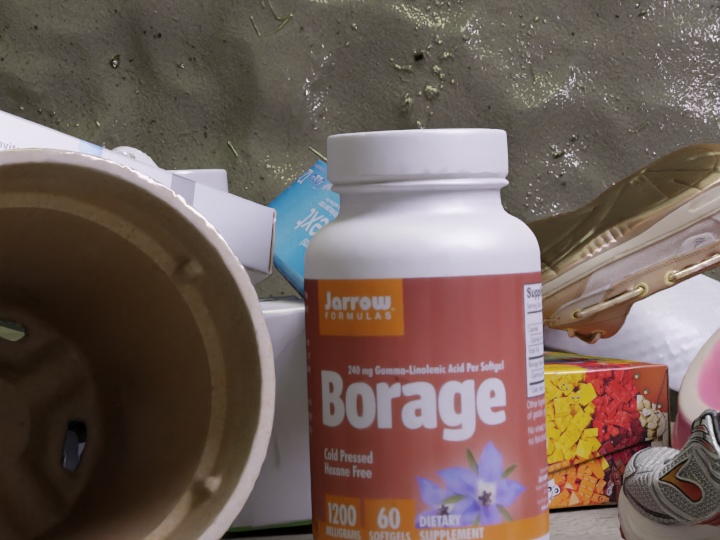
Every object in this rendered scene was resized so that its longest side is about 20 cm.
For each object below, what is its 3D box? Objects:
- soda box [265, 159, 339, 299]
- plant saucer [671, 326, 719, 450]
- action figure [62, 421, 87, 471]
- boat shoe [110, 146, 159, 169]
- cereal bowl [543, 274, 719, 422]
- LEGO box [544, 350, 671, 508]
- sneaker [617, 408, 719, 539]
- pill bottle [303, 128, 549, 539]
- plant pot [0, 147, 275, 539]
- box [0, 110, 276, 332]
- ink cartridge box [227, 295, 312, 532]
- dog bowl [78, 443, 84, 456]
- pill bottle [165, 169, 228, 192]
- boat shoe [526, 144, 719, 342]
[{"bbox_3d":[0.000,0.000,1.114,0.064,0.068,0.200,-41,22,-3],"label":"soda box"},{"bbox_3d":[0.237,0.049,1.024,0.200,0.051,0.201,-34,15,11],"label":"plant saucer"},{"bbox_3d":[-0.223,0.110,1.149,0.200,0.055,0.118,-12,6,37],"label":"action figure"},{"bbox_3d":[-0.137,-0.034,1.110,0.071,0.070,0.200,-10,-19,31],"label":"boat shoe"},{"bbox_3d":[0.196,0.044,1.322,0.199,0.084,0.200,21,-8,3],"label":"cereal bowl"},{"bbox_3d":[0.070,0.090,1.179,0.148,0.077,0.200,-2,1,-20],"label":"LEGO box"},{"bbox_3d":[0.171,0.092,0.873,0.078,0.083,0.200,-3,1,-17],"label":"sneaker"},{"bbox_3d":[0.029,0.036,0.940,0.112,0.201,0.112,-3,1,0],"label":"pill bottle"},{"bbox_3d":[-0.161,0.063,0.934,0.200,0.201,0.183,-3,-10,-21],"label":"plant pot"},{"bbox_3d":[-0.167,-0.017,1.006,0.199,0.041,0.156,18,-29,-30],"label":"box"},{"bbox_3d":[-0.056,0.076,1.144,0.067,0.118,0.200,-6,1,-6],"label":"ink cartridge box"},{"bbox_3d":[-0.167,0.106,1.277,0.199,0.059,0.200,-3,2,0],"label":"dog bowl"},{"bbox_3d":[-0.134,0.029,1.440,0.112,0.201,0.112,-3,2,0],"label":"pill bottle"},{"bbox_3d":[0.128,0.004,1.127,0.199,0.067,0.074,-26,26,6],"label":"boat shoe"}]
